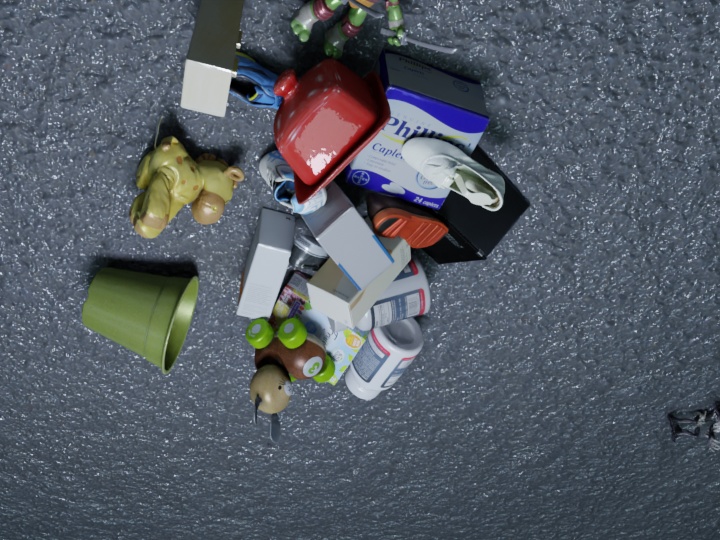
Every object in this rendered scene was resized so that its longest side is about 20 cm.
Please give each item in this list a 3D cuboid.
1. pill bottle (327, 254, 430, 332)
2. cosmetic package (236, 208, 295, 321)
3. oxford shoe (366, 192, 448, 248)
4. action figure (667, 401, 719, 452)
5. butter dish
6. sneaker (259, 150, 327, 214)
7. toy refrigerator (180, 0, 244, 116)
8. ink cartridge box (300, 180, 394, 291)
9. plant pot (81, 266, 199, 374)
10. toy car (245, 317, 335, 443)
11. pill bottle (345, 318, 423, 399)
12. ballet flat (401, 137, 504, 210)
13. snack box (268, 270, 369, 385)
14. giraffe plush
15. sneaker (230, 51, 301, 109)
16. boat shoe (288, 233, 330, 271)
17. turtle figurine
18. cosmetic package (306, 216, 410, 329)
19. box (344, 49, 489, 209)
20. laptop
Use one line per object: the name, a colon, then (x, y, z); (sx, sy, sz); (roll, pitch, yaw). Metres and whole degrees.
pill bottle: (0.029, 0.050, 1.436); (0.195, 0.121, 0.121); (-15, 138, -12)
cosmetic package: (-0.185, -0.008, 1.419); (0.069, 0.103, 0.202); (13, 133, -14)
oxford shoe: (0.085, -0.094, 1.281); (0.071, 0.074, 0.198); (-41, 147, 25)
action figure: (0.897, 0.399, 1.866); (0.195, 0.103, 0.121); (-13, 123, 13)
butter dish: (-0.069, -0.238, 1.092); (0.199, 0.202, 0.147); (-40, 119, 19)
sneaker: (-0.128, -0.150, 1.223); (0.071, 0.199, 0.074); (-17, 122, -27)
toy refrigerator: (-0.206, -0.314, 1.040); (0.068, 0.203, 0.077); (11, 135, -12)
ink cartridge box: (-0.040, -0.082, 1.268); (0.084, 0.201, 0.145); (-38, 128, 3)
plant pot: (-0.444, 0.079, 1.459); (0.185, 0.203, 0.203); (18, 134, -1)
toy car: (-0.156, 0.223, 1.432); (0.154, 0.204, 0.165); (-4, 143, 27)
pill bottle: (0.044, 0.189, 1.601); (0.117, 0.122, 0.202); (17, 133, -19)
ballet flat: (0.155, -0.151, 1.165); (0.196, 0.071, 0.070); (22, 131, -24)
snack box: (-0.094, 0.123, 1.533); (0.197, 0.068, 0.170); (31, 130, -2)
giraffe plush: (-0.295, -0.145, 1.267); (0.159, 0.172, 0.205); (14, 100, -30)
sneaker: (-0.137, -0.279, 1.167); (0.196, 0.080, 0.066); (18, 131, -21)
boat shoe: (-0.078, -0.024, 1.377); (0.058, 0.068, 0.199); (-60, 156, 5)
turtle figurine: (-0.002, -0.356, 1.027); (0.192, 0.142, 0.205); (-22, 91, 44)
cosmetic package: (0.000, 0.000, 1.350); (0.103, 0.201, 0.072); (22, 144, 27)
box: (0.086, -0.227, 1.206); (0.179, 0.107, 0.202); (13, 133, -16)
laptop: (0.182, -0.116, 1.389); (0.186, 0.118, 0.197); (38, 152, -32)
